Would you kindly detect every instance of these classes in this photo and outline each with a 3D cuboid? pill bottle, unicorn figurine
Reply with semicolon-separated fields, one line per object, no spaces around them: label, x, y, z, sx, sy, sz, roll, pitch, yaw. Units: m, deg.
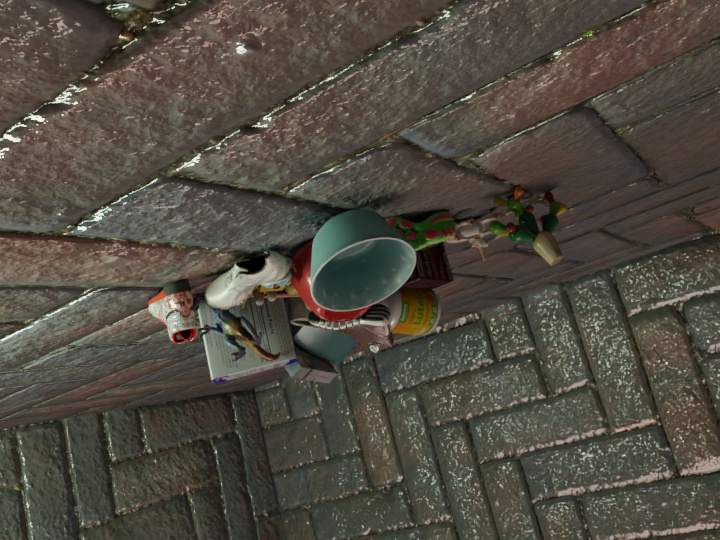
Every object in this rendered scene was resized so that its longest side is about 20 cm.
pill bottle;0.078;0.084;1.592;0.197;0.114;0.110;8;156;-41
unicorn figurine;0.242;-0.083;1.547;0.196;0.076;0.136;10;167;-31

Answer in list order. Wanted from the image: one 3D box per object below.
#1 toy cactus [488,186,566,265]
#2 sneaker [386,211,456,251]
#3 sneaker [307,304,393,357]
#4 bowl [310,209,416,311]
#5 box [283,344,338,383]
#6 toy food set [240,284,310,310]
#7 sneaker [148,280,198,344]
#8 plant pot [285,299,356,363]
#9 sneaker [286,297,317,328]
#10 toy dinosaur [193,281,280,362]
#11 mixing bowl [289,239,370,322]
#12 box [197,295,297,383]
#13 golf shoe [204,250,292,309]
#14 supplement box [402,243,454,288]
toy cactus;0.355;-0.091;1.426;0.197;0.167;0.103;-12;150;-38
sneaker;0.100;-0.064;1.404;0.195;0.079;0.084;-8;163;-28
sneaker;-0.017;0.135;1.500;0.196;0.118;0.076;2;-146;32
bowl;-0.009;-0.030;1.259;0.196;0.107;0.203;-16;145;-11
box;-0.152;0.203;1.768;0.041;0.157;0.199;-44;155;11
toy food set;-0.150;0.044;1.511;0.195;0.062;0.144;-3;153;-19
sneaker;-0.387;0.102;1.458;0.066;0.111;0.201;-8;166;-31
plant pot;-0.104;0.122;1.779;0.142;0.142;0.198;-48;145;16
sneaker;-0.073;0.079;1.640;0.194;0.119;0.074;-5;157;-6
toy dinosaur;-0.293;0.122;1.522;0.105;0.181;0.201;-44;139;-10
mixing bowl;-0.039;0.030;1.405;0.194;0.110;0.202;-11;144;-8
box;-0.257;0.138;1.606;0.195;0.189;0.105;-12;168;-11
golf shoe;-0.231;0.007;1.371;0.196;0.080;0.097;-23;148;14
supplement box;0.133;-0.022;1.559;0.060;0.112;0.199;-21;168;27
